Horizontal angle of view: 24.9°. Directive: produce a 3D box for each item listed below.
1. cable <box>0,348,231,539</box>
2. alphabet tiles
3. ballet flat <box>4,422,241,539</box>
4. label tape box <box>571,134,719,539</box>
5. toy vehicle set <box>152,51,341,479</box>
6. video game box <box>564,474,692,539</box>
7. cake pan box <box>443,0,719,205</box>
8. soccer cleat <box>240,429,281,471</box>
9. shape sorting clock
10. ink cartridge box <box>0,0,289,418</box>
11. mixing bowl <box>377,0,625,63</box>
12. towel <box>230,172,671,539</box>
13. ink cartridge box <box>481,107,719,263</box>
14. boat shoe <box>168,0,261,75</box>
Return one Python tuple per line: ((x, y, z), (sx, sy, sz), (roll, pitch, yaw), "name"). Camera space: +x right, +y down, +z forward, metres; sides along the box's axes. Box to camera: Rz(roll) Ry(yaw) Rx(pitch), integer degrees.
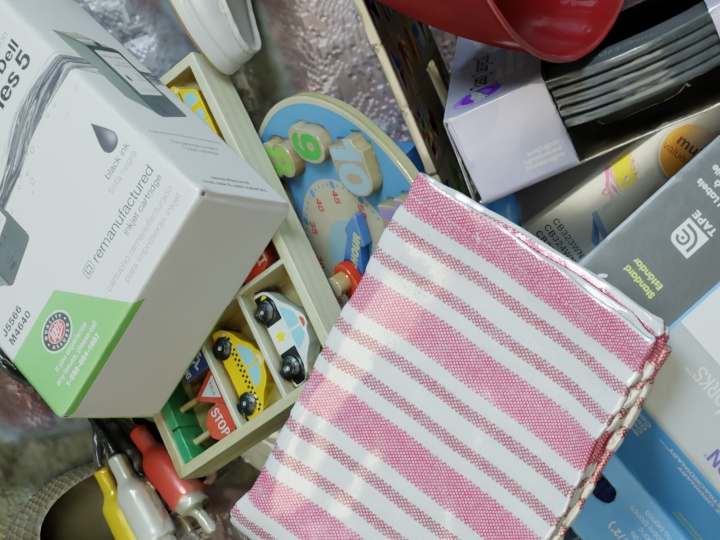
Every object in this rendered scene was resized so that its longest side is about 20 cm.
((-0.150, 0.086, 0.945), (0.200, 0.050, 0.097), (48, 124, 9), "cable")
((0.018, -0.130, 0.836), (0.007, 0.167, 0.201), (-21, 104, 14), "alphabet tiles")
((-0.148, 0.144, 1.000), (0.199, 0.046, 0.068), (-35, 102, 14), "ballet flat")
((0.160, 0.043, 0.764), (0.200, 0.066, 0.143), (-42, 82, 3), "label tape box")
((-0.088, -0.002, 0.897), (0.124, 0.026, 0.201), (-36, 70, 27), "toy vehicle set")
((0.091, 0.151, 0.907), (0.200, 0.182, 0.047), (-37, 103, 15), "video game box")
((0.134, -0.111, 0.814), (0.183, 0.200, 0.053), (-24, 106, 15), "cake pan box")
((-0.050, 0.094, 0.949), (0.077, 0.069, 0.201), (-25, 88, -13), "soccer cleat")
((0.000, 0.000, 0.880), (0.039, 0.199, 0.201), (-29, 106, -30), "shape sorting clock")
((-0.157, -0.040, 0.876), (0.200, 0.084, 0.146), (43, 109, 27), "ink cartridge box")
((0.039, -0.190, 0.722), (0.108, 0.200, 0.202), (0, 109, 34), "mixing bowl")
((0.036, 0.075, 0.750), (0.146, 0.030, 0.201), (33, 100, 22), "towel")
((0.170, -0.028, 0.874), (0.199, 0.125, 0.129), (-37, 101, 15), "ink cartridge box")
((-0.083, -0.207, 0.873), (0.069, 0.071, 0.201), (-16, 104, 11), "boat shoe")
